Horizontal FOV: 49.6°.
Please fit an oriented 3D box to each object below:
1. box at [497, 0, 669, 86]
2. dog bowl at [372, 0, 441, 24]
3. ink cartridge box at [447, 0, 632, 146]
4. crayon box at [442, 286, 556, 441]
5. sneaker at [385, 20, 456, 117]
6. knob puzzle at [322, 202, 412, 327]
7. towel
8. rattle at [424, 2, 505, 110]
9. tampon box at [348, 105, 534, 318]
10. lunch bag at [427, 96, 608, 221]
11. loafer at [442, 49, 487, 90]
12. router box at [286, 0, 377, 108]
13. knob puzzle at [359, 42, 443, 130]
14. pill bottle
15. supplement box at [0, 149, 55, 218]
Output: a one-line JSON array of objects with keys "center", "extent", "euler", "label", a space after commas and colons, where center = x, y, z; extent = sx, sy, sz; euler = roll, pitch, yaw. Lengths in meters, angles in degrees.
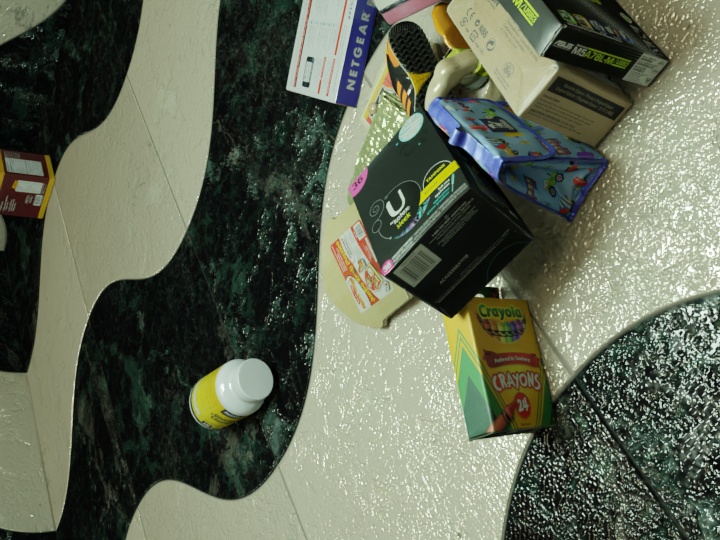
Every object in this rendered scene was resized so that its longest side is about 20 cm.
[{"center": [0.236, -0.304, 0.899], "extent": [0.048, 0.196, 0.196], "euler": [-51, 49, 39], "label": "box"}, {"center": [0.100, -0.417, 1.104], "extent": [0.198, 0.199, 0.075], "euler": [-6, 115, 52], "label": "dog bowl"}, {"center": [0.216, -0.260, 0.949], "extent": [0.075, 0.162, 0.203], "euler": [-49, 52, 33], "label": "ink cartridge box"}, {"center": [0.174, 0.108, 1.005], "extent": [0.050, 0.125, 0.205], "euler": [-30, 65, 46], "label": "crayon box"}, {"center": [0.090, -0.259, 1.152], "extent": [0.090, 0.069, 0.204], "euler": [147, 102, -82], "label": "sneaker"}, {"center": [0.000, 0.000, 1.297], "extent": [0.218, 0.030, 0.225], "euler": [26, 125, 43], "label": "knob puzzle"}, {"center": [0.057, -0.164, 1.230], "extent": [0.147, 0.036, 0.204], "euler": [36, 119, 31], "label": "towel"}, {"center": [0.125, -0.237, 1.084], "extent": [0.143, 0.129, 0.202], "euler": [42, 158, 31], "label": "rattle"}, {"center": [0.093, -0.076, 0.981], "extent": [0.150, 0.125, 0.202], "euler": [-46, 36, 19], "label": "tampon box"}, {"center": [0.178, -0.149, 0.960], "extent": [0.151, 0.197, 0.095], "euler": [54, 127, 39], "label": "lunch bag"}, {"center": [0.181, -0.342, 1.079], "extent": [0.202, 0.068, 0.076], "euler": [-60, 45, 31], "label": "loafer"}, {"center": [-0.054, -0.411, 1.411], "extent": [0.178, 0.048, 0.205], "euler": [29, 110, 50], "label": "router box"}, {"center": [0.072, -0.272, 1.250], "extent": [0.217, 0.030, 0.226], "euler": [-6, 82, 52], "label": "knob puzzle"}, {"center": [-0.259, 0.246, 1.575], "extent": [0.199, 0.110, 0.115], "euler": [-32, 62, 47], "label": "pill bottle"}, {"center": [-1.254, -0.316, 2.864], "extent": [0.199, 0.197, 0.134], "euler": [-56, 47, 33], "label": "supplement box"}]
